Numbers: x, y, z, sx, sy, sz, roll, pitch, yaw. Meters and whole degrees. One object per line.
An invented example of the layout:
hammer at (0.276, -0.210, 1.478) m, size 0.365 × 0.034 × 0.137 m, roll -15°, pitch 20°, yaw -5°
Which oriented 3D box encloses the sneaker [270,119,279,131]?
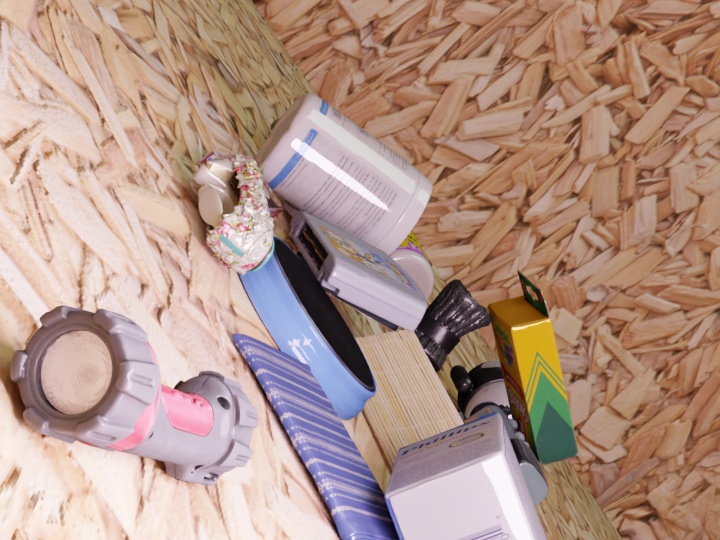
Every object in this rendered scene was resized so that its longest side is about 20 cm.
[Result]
sneaker at (-0.093, -0.155, 2.029) m, size 0.075 × 0.071 × 0.200 m, roll 24°, pitch 23°, yaw -23°

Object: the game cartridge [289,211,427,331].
game cartridge at (0.000, 0.000, 1.523) m, size 0.132 × 0.042 × 0.200 m, roll 22°, pitch 12°, yaw -21°

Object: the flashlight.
flashlight at (-0.109, 0.068, 0.743) m, size 0.068 × 0.067 × 0.200 m, roll 63°, pitch 10°, yaw 18°

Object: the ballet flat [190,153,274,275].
ballet flat at (-0.124, -0.068, 1.294) m, size 0.064 × 0.076 × 0.200 m, roll 34°, pitch 13°, yaw -28°

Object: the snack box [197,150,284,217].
snack box at (-0.130, -0.092, 1.546) m, size 0.072 × 0.024 × 0.200 m, roll 55°, pitch 7°, yaw 3°

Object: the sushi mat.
sushi mat at (0.046, 0.135, 1.468) m, size 0.200 × 0.095 × 0.012 m, roll -118°, pitch -154°, yaw -45°

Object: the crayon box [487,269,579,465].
crayon box at (0.197, 0.110, 1.623) m, size 0.127 × 0.050 × 0.201 m, roll -124°, pitch -160°, yaw -78°

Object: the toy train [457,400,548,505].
toy train at (0.144, 0.225, 1.614) m, size 0.085 × 0.114 × 0.200 m, roll 54°, pitch 7°, yaw -23°

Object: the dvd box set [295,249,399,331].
dvd box set at (-0.010, 0.009, 1.665) m, size 0.146 × 0.030 × 0.200 m, roll 30°, pitch 8°, yaw -1°

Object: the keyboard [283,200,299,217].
keyboard at (-0.049, -0.046, 1.722) m, size 0.056 × 0.011 × 0.200 m, roll 26°, pitch 8°, yaw -24°

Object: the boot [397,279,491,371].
boot at (0.079, 0.090, 1.593) m, size 0.080 × 0.157 × 0.211 m, roll 54°, pitch 6°, yaw -16°

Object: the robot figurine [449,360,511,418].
robot figurine at (0.211, 0.213, 2.143) m, size 0.200 × 0.149 × 0.126 m, roll -97°, pitch -171°, yaw -77°

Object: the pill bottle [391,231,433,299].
pill bottle at (0.040, -0.023, 2.099) m, size 0.104 × 0.104 × 0.200 m, roll 52°, pitch 7°, yaw -29°

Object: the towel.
towel at (-0.031, 0.148, 1.145) m, size 0.201 × 0.024 × 0.145 m, roll 58°, pitch 9°, yaw 24°

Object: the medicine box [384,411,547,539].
medicine box at (0.103, 0.234, 1.168) m, size 0.200 × 0.102 × 0.183 m, roll -34°, pitch 103°, yaw -84°

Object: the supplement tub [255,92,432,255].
supplement tub at (-0.024, -0.118, 1.761) m, size 0.200 × 0.132 × 0.132 m, roll 36°, pitch 12°, yaw -14°

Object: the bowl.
bowl at (-0.050, 0.052, 1.366) m, size 0.201 × 0.039 × 0.201 m, roll 55°, pitch 7°, yaw -10°
